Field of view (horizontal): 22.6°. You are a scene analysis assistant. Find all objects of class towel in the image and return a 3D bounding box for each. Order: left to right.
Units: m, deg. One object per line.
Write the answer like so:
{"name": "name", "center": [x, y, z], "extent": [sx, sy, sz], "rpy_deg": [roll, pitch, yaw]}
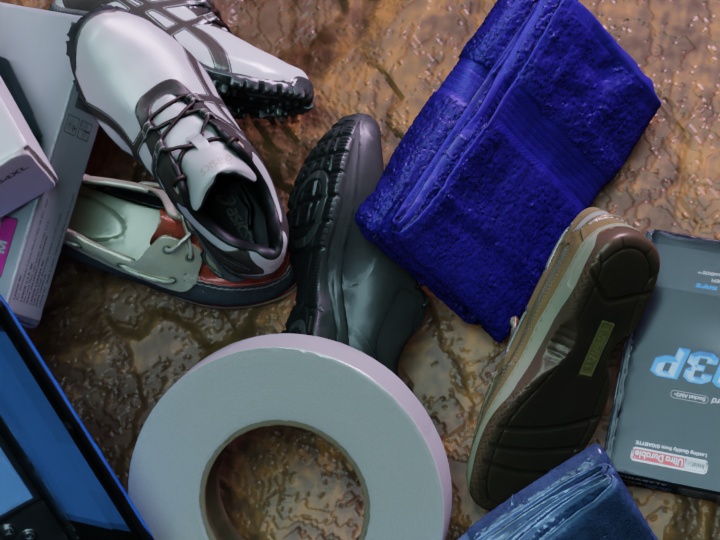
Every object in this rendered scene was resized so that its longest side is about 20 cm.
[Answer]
{"name": "towel", "center": [0.090, 0.200, 1.082], "extent": [0.200, 0.112, 0.049], "rpy_deg": [-36, 32, -3]}
{"name": "towel", "center": [0.100, -0.070, 1.138], "extent": [0.200, 0.148, 0.050], "rpy_deg": [-56, 31, -7]}

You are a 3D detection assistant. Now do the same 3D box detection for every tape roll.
{"name": "tape roll", "center": [-0.043, 0.140, 1.108], "extent": [0.202, 0.037, 0.203], "rpy_deg": [2, 103, 10]}

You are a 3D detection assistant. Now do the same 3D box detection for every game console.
{"name": "game console", "center": [-0.244, 0.115, 1.105], "extent": [0.170, 0.118, 0.200], "rpy_deg": [-29, 105, 1]}

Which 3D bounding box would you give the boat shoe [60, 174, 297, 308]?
{"name": "boat shoe", "center": [-0.133, -0.025, 1.198], "extent": [0.200, 0.063, 0.071], "rpy_deg": [14, 76, 11]}

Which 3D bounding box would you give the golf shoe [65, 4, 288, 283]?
{"name": "golf shoe", "center": [-0.104, -0.083, 1.114], "extent": [0.078, 0.094, 0.200], "rpy_deg": [-40, 101, -11]}

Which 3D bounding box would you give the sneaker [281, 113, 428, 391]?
{"name": "sneaker", "center": [0.000, 0.000, 1.160], "extent": [0.091, 0.076, 0.201], "rpy_deg": [5, 91, -24]}

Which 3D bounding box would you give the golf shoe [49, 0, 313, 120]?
{"name": "golf shoe", "center": [-0.118, -0.164, 1.218], "extent": [0.200, 0.078, 0.095], "rpy_deg": [18, 79, 12]}

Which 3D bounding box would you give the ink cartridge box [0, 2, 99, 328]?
{"name": "ink cartridge box", "center": [-0.259, -0.078, 1.184], "extent": [0.173, 0.044, 0.200], "rpy_deg": [13, 84, 28]}

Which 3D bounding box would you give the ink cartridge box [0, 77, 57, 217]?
{"name": "ink cartridge box", "center": [-0.300, -0.107, 1.102], "extent": [0.146, 0.084, 0.200], "rpy_deg": [-30, 77, -3]}

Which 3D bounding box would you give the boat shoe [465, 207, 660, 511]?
{"name": "boat shoe", "center": [0.118, 0.055, 1.128], "extent": [0.200, 0.072, 0.076], "rpy_deg": [-61, 30, 12]}

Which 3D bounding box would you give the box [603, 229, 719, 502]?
{"name": "box", "center": [0.261, 0.070, 1.118], "extent": [0.199, 0.046, 0.159], "rpy_deg": [11, 77, 11]}
